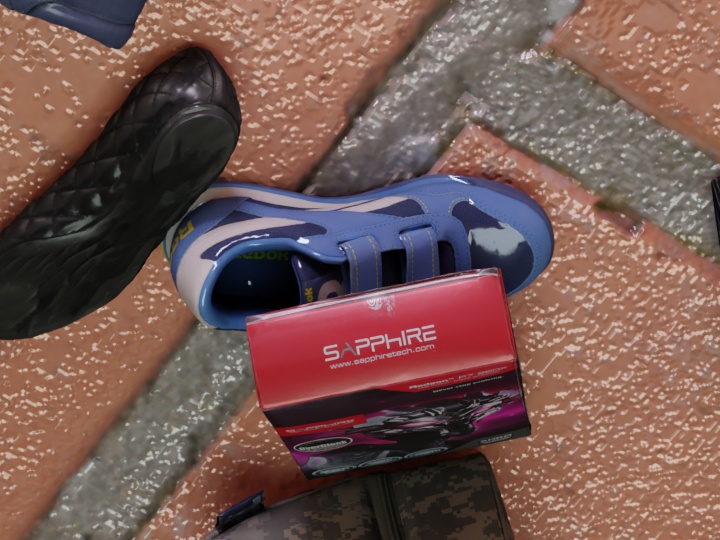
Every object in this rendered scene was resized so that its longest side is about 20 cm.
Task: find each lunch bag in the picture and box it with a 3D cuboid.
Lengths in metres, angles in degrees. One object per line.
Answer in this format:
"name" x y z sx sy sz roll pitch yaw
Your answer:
"lunch bag" 0.009 0.208 1.536 0.167 0.140 0.201 -14 124 -3

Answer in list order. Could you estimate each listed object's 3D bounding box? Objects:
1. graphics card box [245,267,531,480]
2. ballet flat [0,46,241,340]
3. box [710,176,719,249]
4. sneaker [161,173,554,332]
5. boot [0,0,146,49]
"graphics card box" 0.018 0.054 1.436 0.125 0.200 0.051 -12 77 2
"ballet flat" -0.130 -0.032 1.459 0.066 0.057 0.200 33 119 -32
"box" 0.273 0.032 1.511 0.159 0.049 0.201 -9 119 4
"sneaker" 0.000 0.000 1.457 0.199 0.082 0.074 -3 117 -3
"boot" -0.177 -0.177 1.352 0.199 0.073 0.091 24 109 -16
